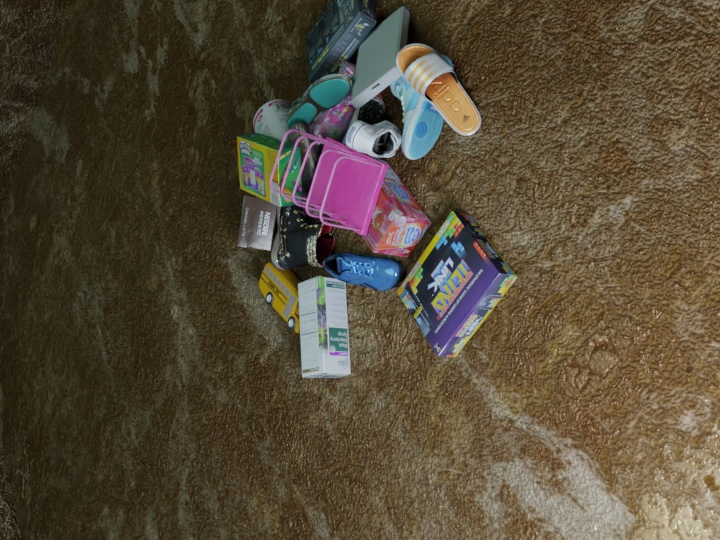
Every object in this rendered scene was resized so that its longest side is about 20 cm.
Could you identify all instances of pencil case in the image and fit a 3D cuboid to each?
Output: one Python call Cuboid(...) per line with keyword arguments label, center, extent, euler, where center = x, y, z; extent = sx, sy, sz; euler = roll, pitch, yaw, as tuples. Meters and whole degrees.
Cuboid(label="pencil case", center=(-0.048, -0.346, 1.728), extent=(0.202, 0.086, 0.088), euler=(-57, 48, 24))

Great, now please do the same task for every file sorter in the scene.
Cuboid(label="file sorter", center=(-0.069, -0.176, 1.548), extent=(0.199, 0.123, 0.142), euler=(33, 108, 47))

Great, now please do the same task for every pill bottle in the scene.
Cuboid(label="pill bottle", center=(-0.165, -0.285, 1.824), extent=(0.114, 0.111, 0.202), euler=(-53, 45, 29))

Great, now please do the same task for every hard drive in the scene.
Cuboid(label="hard drive", center=(0.041, -0.429, 1.612), extent=(0.131, 0.026, 0.204), euler=(-30, 38, 36))

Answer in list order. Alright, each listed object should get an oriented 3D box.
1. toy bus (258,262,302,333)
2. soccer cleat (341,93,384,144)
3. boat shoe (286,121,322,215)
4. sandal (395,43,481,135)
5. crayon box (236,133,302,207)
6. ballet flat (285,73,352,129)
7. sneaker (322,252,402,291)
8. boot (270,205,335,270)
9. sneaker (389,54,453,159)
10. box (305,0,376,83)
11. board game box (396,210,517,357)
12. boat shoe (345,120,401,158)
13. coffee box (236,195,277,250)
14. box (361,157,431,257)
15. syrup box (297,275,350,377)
Cuboid(label="toy bus", center=(-0.155, 0.064, 1.807), extent=(0.200, 0.064, 0.080), euler=(41, 113, 44))
Cuboid(label="soccer cleat", center=(-0.001, -0.287, 1.693), extent=(0.074, 0.067, 0.203), euler=(-85, 17, -55))
Cuboid(label="boat shoe", center=(-0.101, -0.223, 1.719), extent=(0.073, 0.073, 0.205), euler=(8, 119, 43))
Cuboid(label="sandal", center=(0.147, -0.338, 1.461), extent=(0.079, 0.059, 0.207), euler=(-42, 83, 3))
Cuboid(label="crayon box", center=(-0.198, -0.219, 1.728), extent=(0.199, 0.057, 0.122), euler=(27, 123, 52))
Cuboid(label="ballet flat", center=(-0.088, -0.364, 1.671), extent=(0.198, 0.073, 0.076), euler=(-28, 64, 39))
Cuboid(label="sneaker", center=(0.000, 0.000, 1.630), extent=(0.197, 0.077, 0.068), euler=(9, 89, 47))
Cuboid(label="boot", center=(-0.122, -0.099, 1.788), extent=(0.148, 0.072, 0.205), euler=(3, 77, 43))
Cuboid(label="sneaker", center=(0.100, -0.320, 1.563), extent=(0.129, 0.079, 0.205), euler=(19, 90, 46))
Cuboid(label="box", center=(-0.047, -0.521, 1.750), extent=(0.200, 0.050, 0.160), euler=(-46, 36, 36))
Cuboid(label="board game box", center=(0.168, 0.026, 1.449), extent=(0.202, 0.056, 0.167), euler=(-57, 46, 27))
Cuboid(label="boat shoe", center=(0.041, -0.244, 1.545), extent=(0.064, 0.199, 0.075), euler=(29, 112, 20))
Cuboid(label="coffee box", center=(-0.239, -0.109, 1.849), extent=(0.200, 0.078, 0.118), euler=(-151, 69, -80))
Cuboid(label="box", center=(0.039, -0.130, 1.585), extent=(0.096, 0.098, 0.202), euler=(-55, 48, 28))
Cuboid(label="syrup box", center=(-0.077, 0.122, 1.698), extent=(0.080, 0.077, 0.206), euler=(-17, 72, 45))
